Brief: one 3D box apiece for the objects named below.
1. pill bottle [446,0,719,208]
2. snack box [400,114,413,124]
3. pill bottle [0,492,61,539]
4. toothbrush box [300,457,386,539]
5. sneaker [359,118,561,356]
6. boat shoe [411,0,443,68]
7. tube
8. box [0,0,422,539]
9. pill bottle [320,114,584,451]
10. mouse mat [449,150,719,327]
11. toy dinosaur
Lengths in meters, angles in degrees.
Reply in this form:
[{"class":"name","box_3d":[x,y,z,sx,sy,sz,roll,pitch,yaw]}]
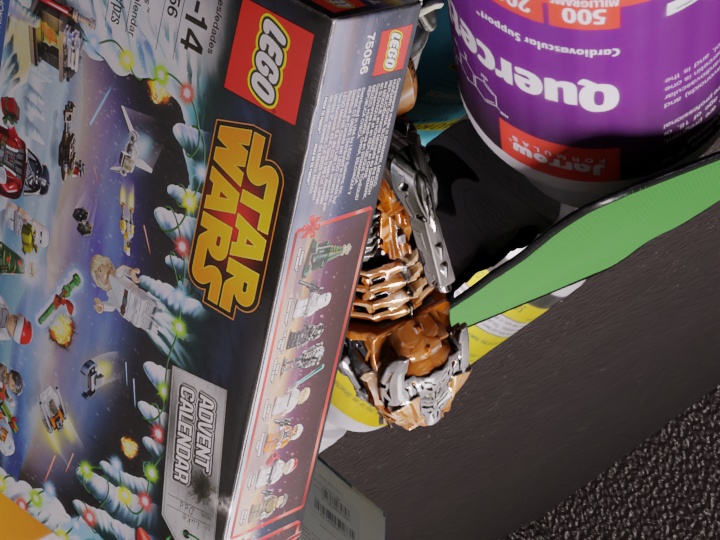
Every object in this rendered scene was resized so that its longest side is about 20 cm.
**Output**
[{"class":"pill bottle","box_3d":[0.087,-0.103,0.791,0.112,0.113,0.200,-30,152,-9]},{"class":"snack box","box_3d":[-0.077,-0.012,0.976,0.142,0.053,0.200,-26,165,-32]},{"class":"pill bottle","box_3d":[-0.154,0.097,0.869,0.111,0.200,0.111,-30,168,-7]},{"class":"toothbrush box","box_3d":[-0.107,0.153,1.043,0.200,0.146,0.085,-38,-154,22]},{"class":"sneaker","box_3d":[0.000,0.000,0.915,0.114,0.076,0.200,-47,163,31]},{"class":"boat shoe","box_3d":[0.001,-0.103,0.768,0.072,0.071,0.200,-30,166,-6]},{"class":"tube","box_3d":[0.040,-0.096,0.966,0.077,0.051,0.200,-1,156,-29]},{"class":"box","box_3d":[-0.063,-0.010,0.632,0.040,0.137,0.201,-19,130,-47]},{"class":"pill bottle","box_3d":[0.013,0.014,1.151,0.200,0.115,0.114,-37,166,21]},{"class":"mouse mat","box_3d":[0.101,-0.014,0.878,0.161,0.008,0.200,-20,171,-34]},{"class":"toy dinosaur","box_3d":[-0.016,-0.052,0.673,0.102,0.201,0.136,-4,-169,-30]}]
